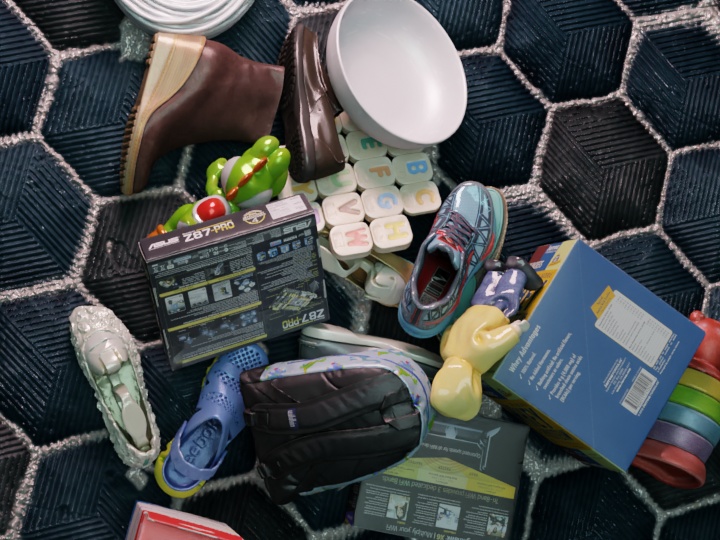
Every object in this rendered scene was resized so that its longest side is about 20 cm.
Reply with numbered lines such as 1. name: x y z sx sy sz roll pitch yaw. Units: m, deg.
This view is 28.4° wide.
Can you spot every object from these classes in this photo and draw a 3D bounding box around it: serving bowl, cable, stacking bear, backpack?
1. serving bowl: 0.034 -0.231 1.703 0.198 0.066 0.203 18 59 -32
2. cable: -0.210 -0.373 1.680 0.199 0.069 0.202 32 81 -8
3. stacking bear: 0.404 0.154 1.763 0.120 0.113 0.202 27 75 -18
4. backpack: -0.014 0.163 1.615 0.198 0.153 0.165 -16 92 29

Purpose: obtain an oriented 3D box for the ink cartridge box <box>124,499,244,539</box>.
1. ink cartridge box: -0.197 0.307 1.570 0.115 0.200 0.068 17 83 -10

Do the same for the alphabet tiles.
1. alphabet tiles: -0.007 -0.110 1.696 0.193 0.015 0.203 -9 66 -12

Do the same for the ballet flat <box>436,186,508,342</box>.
1. ballet flat: 0.135 -0.001 1.734 0.070 0.065 0.203 16 81 19

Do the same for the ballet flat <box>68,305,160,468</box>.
1. ballet flat: -0.275 0.130 1.635 0.071 0.072 0.202 -23 91 -13

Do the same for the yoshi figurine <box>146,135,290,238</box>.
1. yoshi figurine: -0.150 -0.073 1.651 0.200 0.112 0.112 -44 125 12

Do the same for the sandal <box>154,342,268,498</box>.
1. sandal: -0.165 0.173 1.645 0.079 0.087 0.202 28 79 -7

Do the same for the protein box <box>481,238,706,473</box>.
1. protein box: 0.266 0.102 1.719 0.199 0.135 0.200 34 80 -8

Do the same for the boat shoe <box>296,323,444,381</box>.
1. boat shoe: 0.019 0.112 1.702 0.197 0.073 0.063 14 95 -8

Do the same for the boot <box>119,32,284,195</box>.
1. boot: -0.186 -0.167 1.667 0.164 0.072 0.203 15 98 -19

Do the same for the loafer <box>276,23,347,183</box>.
1. loafer: -0.056 -0.196 1.693 0.070 0.073 0.203 3 71 -24

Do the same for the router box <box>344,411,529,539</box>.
1. router box: 0.093 0.245 1.713 0.197 0.052 0.160 13 84 -11

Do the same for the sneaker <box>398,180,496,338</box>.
1. sneaker: 0.108 -0.020 1.652 0.078 0.096 0.202 21 72 6

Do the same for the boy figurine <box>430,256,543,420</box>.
1. boy figurine: 0.141 0.078 1.620 0.064 0.124 0.202 41 60 -28

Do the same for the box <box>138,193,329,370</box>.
1. box: -0.139 0.013 1.617 0.197 0.049 0.163 -18 128 -12

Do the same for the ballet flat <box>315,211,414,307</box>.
1. ballet flat: 0.000 0.000 1.701 0.198 0.063 0.069 31 125 -4
